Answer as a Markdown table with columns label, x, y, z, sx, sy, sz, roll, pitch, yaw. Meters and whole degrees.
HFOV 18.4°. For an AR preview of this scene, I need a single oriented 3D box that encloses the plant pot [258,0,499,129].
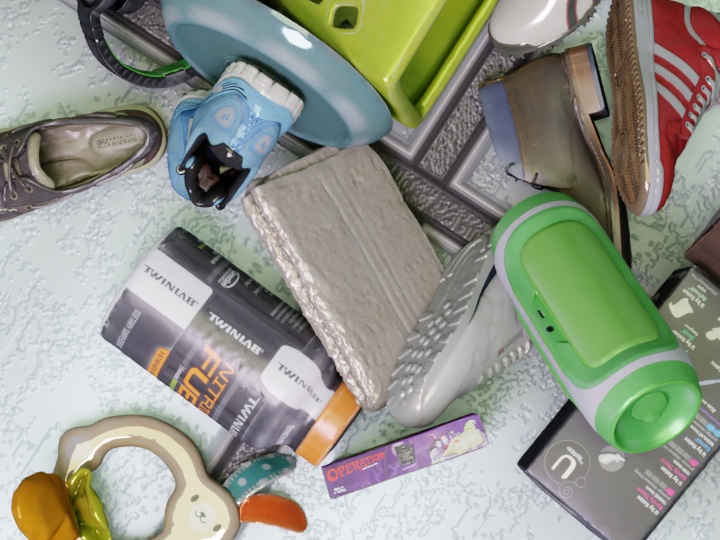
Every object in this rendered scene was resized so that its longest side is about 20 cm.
| label | x | y | z | sx | sy | sz | roll | pitch | yaw |
| --- | --- | --- | --- | --- | --- | --- | --- | --- | --- |
| plant pot | 0.010 | -0.245 | 1.664 | 0.181 | 0.200 | 0.199 | 33 | 89 | 8 |

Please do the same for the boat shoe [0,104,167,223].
| label | x | y | z | sx | sy | sz | roll | pitch | yaw |
| --- | --- | --- | --- | --- | --- | --- | --- | --- | --- |
| boat shoe | -0.250 | -0.085 | 1.723 | 0.199 | 0.065 | 0.073 | -20 | 89 | 1 |

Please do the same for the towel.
| label | x | y | z | sx | sy | sz | roll | pitch | yaw |
| --- | --- | --- | --- | --- | --- | --- | --- | --- | --- |
| towel | 0.000 | 0.000 | 1.693 | 0.132 | 0.034 | 0.201 | -28 | 88 | -40 |

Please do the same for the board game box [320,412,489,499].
| label | x | y | z | sx | sy | sz | roll | pitch | yaw |
| --- | --- | --- | --- | --- | --- | --- | --- | --- | --- |
| board game box | 0.034 | 0.135 | 1.641 | 0.120 | 0.200 | 0.032 | -15 | 86 | 0 |

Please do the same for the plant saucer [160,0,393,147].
| label | x | y | z | sx | sy | sz | roll | pitch | yaw |
| --- | --- | --- | --- | --- | --- | --- | --- | --- | --- |
| plant saucer | -0.068 | -0.146 | 1.639 | 0.200 | 0.200 | 0.027 | 30 | 77 | 2 |

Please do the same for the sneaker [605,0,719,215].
| label | x | y | z | sx | sy | sz | roll | pitch | yaw |
| --- | --- | --- | --- | --- | --- | --- | --- | --- | --- |
| sneaker | 0.249 | -0.125 | 1.679 | 0.112 | 0.071 | 0.201 | 9 | 58 | -13 |

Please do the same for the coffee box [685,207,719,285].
| label | x | y | z | sx | sy | sz | roll | pitch | yaw |
| --- | --- | --- | --- | --- | --- | --- | --- | --- | --- |
| coffee box | 0.347 | -0.056 | 1.660 | 0.113 | 0.080 | 0.200 | 38 | 60 | 2 |

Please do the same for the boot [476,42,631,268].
| label | x | y | z | sx | sy | sz | roll | pitch | yaw |
| --- | --- | --- | --- | --- | --- | --- | --- | --- | --- |
| boot | 0.152 | -0.069 | 1.718 | 0.097 | 0.075 | 0.201 | -11 | 78 | 11 |

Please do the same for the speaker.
| label | x | y | z | sx | sy | sz | roll | pitch | yaw |
| --- | --- | --- | --- | --- | --- | --- | --- | --- | --- |
| speaker | 0.167 | 0.035 | 1.594 | 0.088 | 0.089 | 0.200 | -29 | 50 | 0 |

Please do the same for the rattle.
| label | x | y | z | sx | sy | sz | roll | pitch | yaw |
| --- | --- | --- | --- | --- | --- | --- | --- | --- | --- |
| rattle | -0.146 | 0.170 | 1.678 | 0.199 | 0.143 | 0.131 | 10 | 69 | 8 |

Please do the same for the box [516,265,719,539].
| label | x | y | z | sx | sy | sz | roll | pitch | yaw |
| --- | --- | --- | --- | --- | --- | --- | --- | --- | --- |
| box | 0.221 | 0.105 | 1.676 | 0.106 | 0.122 | 0.200 | 39 | 88 | 3 |

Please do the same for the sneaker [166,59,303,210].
| label | x | y | z | sx | sy | sz | roll | pitch | yaw |
| --- | --- | --- | --- | --- | --- | --- | --- | --- | --- |
| sneaker | -0.114 | -0.087 | 1.656 | 0.078 | 0.200 | 0.090 | 33 | 68 | -7 |

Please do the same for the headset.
| label | x | y | z | sx | sy | sz | roll | pitch | yaw |
| --- | --- | --- | --- | --- | --- | --- | --- | --- | --- |
| headset | -0.168 | -0.242 | 1.707 | 0.123 | 0.094 | 0.201 | -20 | 118 | -25 |

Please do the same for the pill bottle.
| label | x | y | z | sx | sy | sz | roll | pitch | yaw |
| --- | --- | --- | --- | --- | --- | --- | --- | --- | --- |
| pill bottle | -0.091 | 0.064 | 1.693 | 0.200 | 0.106 | 0.106 | 36 | 89 | 3 |

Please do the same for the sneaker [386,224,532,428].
| label | x | y | z | sx | sy | sz | roll | pitch | yaw |
| --- | --- | --- | --- | --- | --- | --- | --- | --- | --- |
| sneaker | 0.088 | 0.052 | 1.666 | 0.081 | 0.076 | 0.200 | 46 | 50 | -16 |

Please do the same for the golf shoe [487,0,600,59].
| label | x | y | z | sx | sy | sz | roll | pitch | yaw |
| --- | --- | --- | --- | --- | --- | --- | --- | --- | --- |
| golf shoe | 0.162 | -0.248 | 1.691 | 0.200 | 0.088 | 0.077 | -42 | 47 | 16 |
